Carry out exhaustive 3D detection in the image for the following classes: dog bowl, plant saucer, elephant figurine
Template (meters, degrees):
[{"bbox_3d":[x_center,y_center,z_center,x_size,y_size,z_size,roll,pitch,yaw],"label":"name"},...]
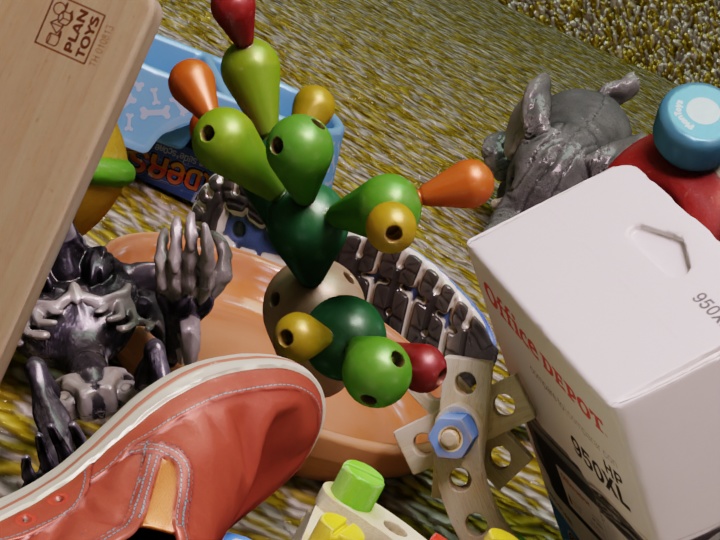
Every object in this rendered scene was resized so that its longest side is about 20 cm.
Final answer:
[{"bbox_3d":[-0.099,-0.102,1.024,0.199,0.050,0.112,18,19,-22],"label":"dog bowl"},{"bbox_3d":[-0.044,0.046,0.807,0.199,0.038,0.200,25,17,-8],"label":"plant saucer"},{"bbox_3d":[0.162,-0.083,1.303,0.140,0.157,0.200,-7,-1,9],"label":"elephant figurine"}]

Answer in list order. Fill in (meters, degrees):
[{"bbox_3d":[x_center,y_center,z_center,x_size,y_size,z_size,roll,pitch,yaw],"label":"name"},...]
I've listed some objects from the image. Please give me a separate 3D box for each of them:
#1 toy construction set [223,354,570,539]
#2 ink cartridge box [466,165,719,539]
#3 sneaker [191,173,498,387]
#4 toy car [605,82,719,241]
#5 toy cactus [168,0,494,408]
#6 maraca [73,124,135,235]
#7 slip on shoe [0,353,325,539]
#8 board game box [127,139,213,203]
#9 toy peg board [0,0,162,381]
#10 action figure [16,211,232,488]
[{"bbox_3d":[0.029,0.112,0.643,0.130,0.093,0.200,30,27,12],"label":"toy construction set"},{"bbox_3d":[0.131,0.077,0.700,0.145,0.084,0.201,52,-14,56],"label":"ink cartridge box"},{"bbox_3d":[0.000,0.000,0.943,0.199,0.079,0.089,33,20,22],"label":"sneaker"},{"bbox_3d":[0.196,-0.001,1.185,0.199,0.185,0.178,-23,62,-17],"label":"toy car"},{"bbox_3d":[-0.015,-0.012,0.686,0.102,0.166,0.200,-24,55,-17],"label":"toy cactus"},{"bbox_3d":[-0.188,-0.060,0.796,0.136,0.108,0.199,11,2,-32],"label":"maraca"},{"bbox_3d":[-0.070,0.087,0.519,0.061,0.075,0.200,23,31,27],"label":"slip on shoe"},{"bbox_3d":[-0.116,-0.095,1.125,0.134,0.035,0.200,24,16,-5],"label":"board game box"},{"bbox_3d":[-0.192,-0.039,0.576,0.198,0.201,0.098,25,1,2],"label":"toy peg board"},{"bbox_3d":[-0.108,0.017,0.658,0.118,0.103,0.200,-3,34,-21],"label":"action figure"}]
